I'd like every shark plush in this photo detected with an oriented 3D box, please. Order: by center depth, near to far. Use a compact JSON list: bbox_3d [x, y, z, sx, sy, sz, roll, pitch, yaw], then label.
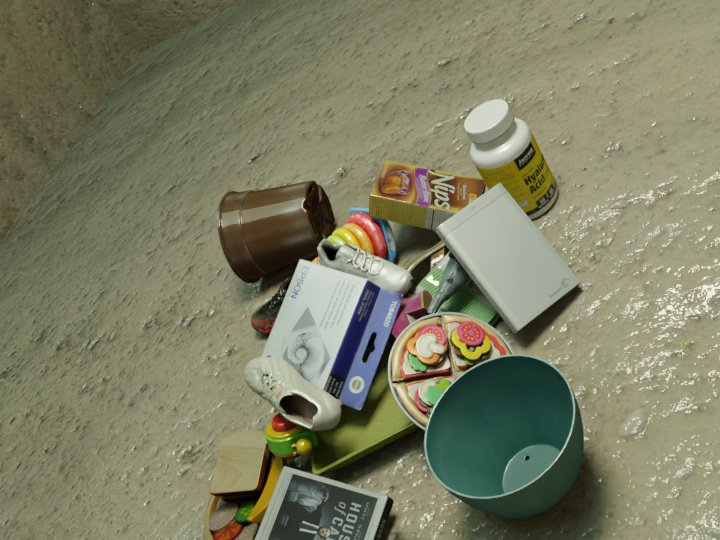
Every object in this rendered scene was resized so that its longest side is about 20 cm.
[{"bbox_3d":[0.151,-0.017,1.259,0.090,0.084,0.200,35,74,31],"label":"shark plush"}]

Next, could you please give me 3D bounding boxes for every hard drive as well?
[{"bbox_3d":[0.227,-0.021,1.210,0.131,0.027,0.201,-34,78,-14],"label":"hard drive"}]

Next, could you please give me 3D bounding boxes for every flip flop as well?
[{"bbox_3d":[0.141,0.001,1.360,0.199,0.082,0.057,-39,40,-10],"label":"flip flop"}]

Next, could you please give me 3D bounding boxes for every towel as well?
[{"bbox_3d":[0.192,0.015,1.290,0.200,0.023,0.152,-46,58,-11],"label":"towel"}]

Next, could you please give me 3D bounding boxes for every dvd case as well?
[{"bbox_3d":[-0.060,0.375,1.123,0.198,0.025,0.152,4,61,37],"label":"dvd case"}]

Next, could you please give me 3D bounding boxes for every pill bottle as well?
[{"bbox_3d":[0.256,-0.190,1.353,0.110,0.201,0.112,-24,37,20],"label":"pill bottle"}]

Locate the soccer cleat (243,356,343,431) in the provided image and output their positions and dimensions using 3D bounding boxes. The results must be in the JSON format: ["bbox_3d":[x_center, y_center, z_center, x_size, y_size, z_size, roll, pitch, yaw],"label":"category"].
[{"bbox_3d":[-0.115,0.186,1.204,0.198,0.077,0.070,23,104,33],"label":"soccer cleat"}]

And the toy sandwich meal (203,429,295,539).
[{"bbox_3d":[-0.186,0.351,1.260,0.203,0.070,0.207,-25,37,20],"label":"toy sandwich meal"}]

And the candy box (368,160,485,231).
[{"bbox_3d":[0.125,-0.134,1.449,0.197,0.057,0.117,13,44,10],"label":"candy box"}]

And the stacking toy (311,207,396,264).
[{"bbox_3d":[-0.039,-0.031,1.465,0.199,0.118,0.109,-29,25,-31],"label":"stacking toy"}]

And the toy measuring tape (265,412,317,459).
[{"bbox_3d":[-0.130,0.248,1.257,0.074,0.074,0.200,-44,28,-9],"label":"toy measuring tape"}]

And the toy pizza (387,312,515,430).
[{"bbox_3d":[0.138,0.145,1.133,0.197,0.032,0.203,2,58,-3],"label":"toy pizza"}]

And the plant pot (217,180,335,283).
[{"bbox_3d":[-0.167,-0.091,1.657,0.195,0.202,0.202,-12,41,20],"label":"plant pot"}]

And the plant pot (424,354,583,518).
[{"bbox_3d":[0.198,0.227,0.989,0.198,0.135,0.202,-24,37,20],"label":"plant pot"}]

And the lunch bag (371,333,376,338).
[{"bbox_3d":[-0.026,0.083,1.384,0.199,0.076,0.160,-37,26,-19],"label":"lunch bag"}]

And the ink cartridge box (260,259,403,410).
[{"bbox_3d":[-0.052,0.099,1.267,0.198,0.041,0.202,15,79,32],"label":"ink cartridge box"}]

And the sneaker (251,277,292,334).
[{"bbox_3d":[-0.145,0.063,1.527,0.198,0.098,0.072,-18,41,29],"label":"sneaker"}]

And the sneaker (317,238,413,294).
[{"bbox_3d":[0.000,0.000,1.331,0.198,0.088,0.075,12,55,36],"label":"sneaker"}]

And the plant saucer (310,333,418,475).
[{"bbox_3d":[0.010,0.218,1.251,0.198,0.048,0.201,-30,35,13],"label":"plant saucer"}]

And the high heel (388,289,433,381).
[{"bbox_3d":[0.071,0.127,1.226,0.095,0.067,0.202,-30,46,34],"label":"high heel"}]
